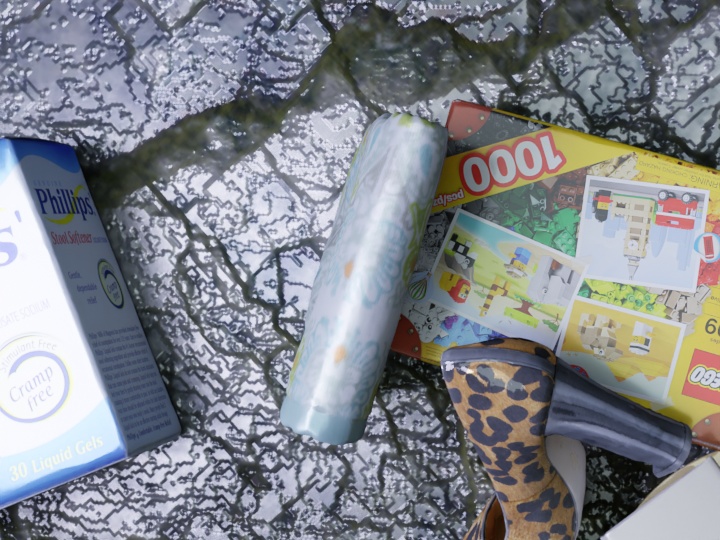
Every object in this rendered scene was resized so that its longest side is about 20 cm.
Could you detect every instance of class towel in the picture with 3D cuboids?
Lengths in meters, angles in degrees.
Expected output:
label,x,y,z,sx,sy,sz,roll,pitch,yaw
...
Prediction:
label,x,y,z,sx,sy,sz,roll,pitch,yaw
towel,0.000,0.000,0.929,0.048,0.200,0.171,15,93,-3

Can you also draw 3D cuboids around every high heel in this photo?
label,x,y,z,sx,sy,sz,roll,pitch,yaw
high heel,0.066,0.106,0.931,0.143,0.071,0.200,25,137,-19

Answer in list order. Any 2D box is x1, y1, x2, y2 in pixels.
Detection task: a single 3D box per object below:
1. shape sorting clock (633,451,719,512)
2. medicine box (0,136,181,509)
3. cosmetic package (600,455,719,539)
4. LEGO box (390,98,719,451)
label,x,y,z,sx,sy,sz,roll,pitch,yaw
shape sorting clock,0.237,0.197,0.961,0.200,0.039,0.200,-1,81,8
medicine box,-0.236,0.045,1.024,0.182,0.103,0.200,-22,88,11
cosmetic package,0.215,0.200,0.892,0.073,0.104,0.200,-36,79,0
LEGO box,0.131,0.001,0.960,0.200,0.077,0.149,16,94,11
